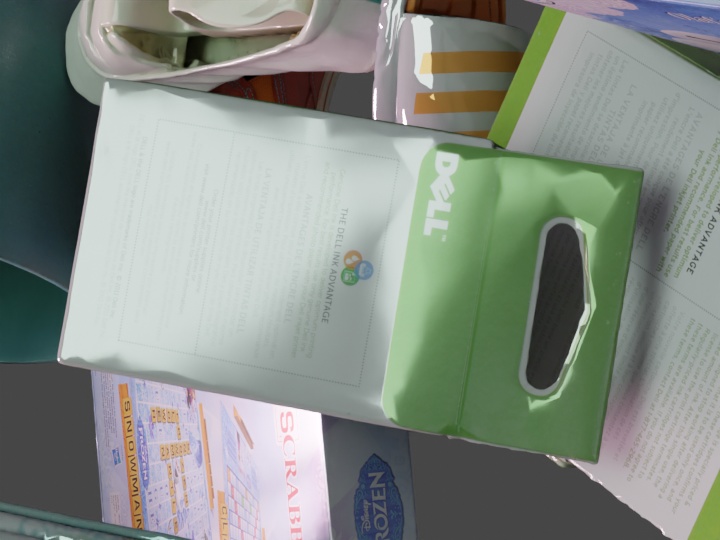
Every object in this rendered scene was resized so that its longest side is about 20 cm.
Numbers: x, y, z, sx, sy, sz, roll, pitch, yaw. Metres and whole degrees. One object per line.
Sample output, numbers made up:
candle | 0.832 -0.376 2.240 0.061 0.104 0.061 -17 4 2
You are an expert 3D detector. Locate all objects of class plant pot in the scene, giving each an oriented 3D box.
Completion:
plant pot | -0.196 -0.065 1.223 0.200 0.200 0.162 -8 65 46

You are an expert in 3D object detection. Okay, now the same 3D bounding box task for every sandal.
sandal | 0.045 -0.034 1.041 0.059 0.079 0.208 12 103 34

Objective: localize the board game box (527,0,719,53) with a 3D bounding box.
board game box | 0.162 -0.082 0.828 0.199 0.198 0.044 15 93 48

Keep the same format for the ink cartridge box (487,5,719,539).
ink cartridge box | 0.124 0.009 0.944 0.200 0.075 0.149 37 109 43

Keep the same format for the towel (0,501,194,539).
towel | -0.127 0.174 1.041 0.198 0.048 0.172 9 115 20

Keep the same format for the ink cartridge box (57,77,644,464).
ink cartridge box | 0.000 0.000 0.951 0.198 0.059 0.105 10 89 15

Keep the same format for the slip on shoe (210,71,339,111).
slip on shoe | -0.048 -0.075 1.156 0.074 0.061 0.201 31 107 44

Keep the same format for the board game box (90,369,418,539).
board game box | -0.046 0.079 1.076 0.199 0.041 0.202 -11 83 59

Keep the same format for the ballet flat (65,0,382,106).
ballet flat | -0.065 -0.106 1.090 0.199 0.069 0.070 -2 81 41
